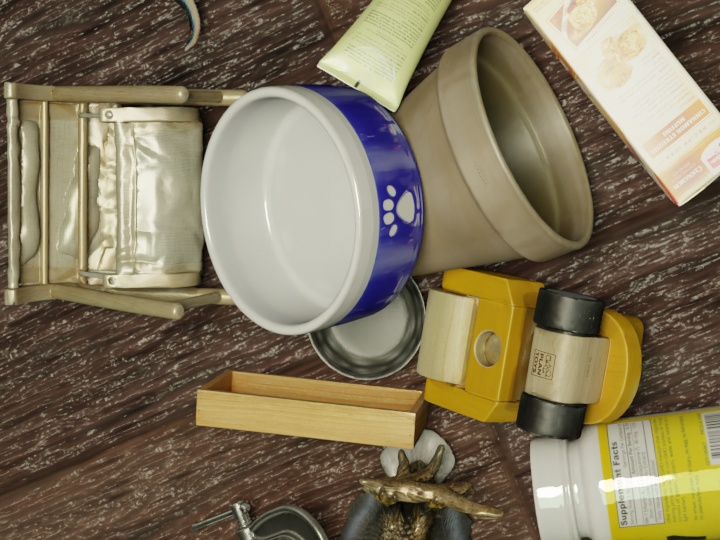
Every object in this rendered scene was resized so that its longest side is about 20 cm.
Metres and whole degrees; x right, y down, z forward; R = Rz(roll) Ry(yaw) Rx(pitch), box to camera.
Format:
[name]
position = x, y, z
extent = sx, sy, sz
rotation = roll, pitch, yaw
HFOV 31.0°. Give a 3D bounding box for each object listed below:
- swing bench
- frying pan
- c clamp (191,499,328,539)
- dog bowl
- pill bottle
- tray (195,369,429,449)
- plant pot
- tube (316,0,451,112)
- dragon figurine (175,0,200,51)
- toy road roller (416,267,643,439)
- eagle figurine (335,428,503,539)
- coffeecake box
[swing bench]
position = -0.216, -0.068, 1.188
extent = 0.197, 0.129, 0.202
rotation = 4, 96, 24
[frying pan]
position = -0.013, 0.010, 1.206
extent = 0.114, 0.031, 0.191
rotation = -32, 85, 11
[c clamp]
position = -0.064, 0.297, 1.199
extent = 0.170, 0.027, 0.202
rotation = -36, 77, 43
[dog bowl]
position = -0.043, -0.052, 1.075
extent = 0.199, 0.078, 0.203
rotation = 12, 106, 44
[pill bottle]
position = 0.252, 0.182, 1.129
extent = 0.197, 0.114, 0.116
rotation = -8, 93, 12
[tray]
position = -0.041, 0.126, 1.186
extent = 0.197, 0.099, 0.038
rotation = 6, 97, 10
[plant pot]
position = 0.080, -0.079, 1.115
extent = 0.172, 0.200, 0.202
rotation = -25, 90, 27
[tube]
position = 0.042, -0.228, 1.117
extent = 0.058, 0.052, 0.201
rotation = 7, 56, 41
[dragon figurine]
position = -0.197, -0.297, 1.201
extent = 0.098, 0.059, 0.203
rotation = -6, 93, 11
[toy road roller]
position = 0.160, 0.073, 1.150
extent = 0.199, 0.145, 0.125
rotation = 14, 96, 46
[eagle figurine]
position = 0.039, 0.263, 1.185
extent = 0.152, 0.149, 0.202
rotation = 44, 144, 42
[coffeecake box]
position = 0.229, -0.156, 1.085
extent = 0.073, 0.153, 0.201
rotation = -39, 87, 12
